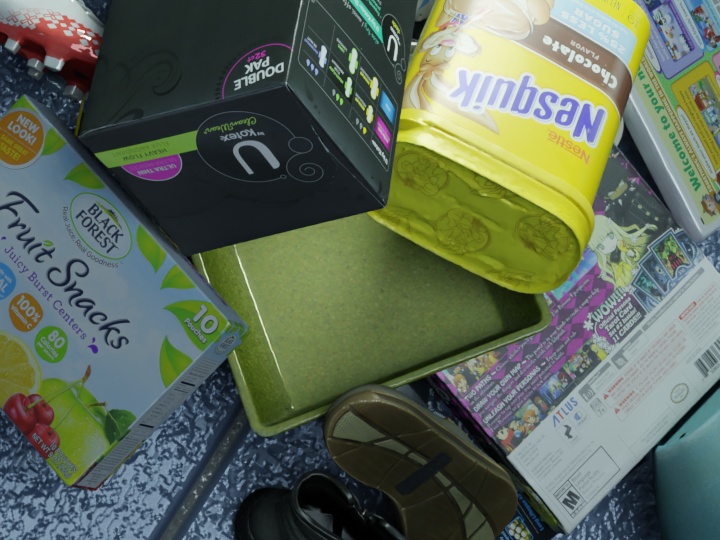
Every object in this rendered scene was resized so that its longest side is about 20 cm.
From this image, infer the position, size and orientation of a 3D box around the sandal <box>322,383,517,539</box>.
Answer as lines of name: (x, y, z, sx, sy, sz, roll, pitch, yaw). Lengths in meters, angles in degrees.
sandal: (0.037, 0.120, 1.640, 0.080, 0.054, 0.200, -34, 135, 10)

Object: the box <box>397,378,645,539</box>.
box: (0.075, 0.094, 1.741, 0.159, 0.046, 0.201, -38, 100, -17)

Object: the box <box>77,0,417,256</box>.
box: (-0.061, -0.134, 1.548, 0.124, 0.148, 0.201, 49, 39, -43)

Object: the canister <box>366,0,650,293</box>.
canister: (0.093, -0.103, 1.628, 0.148, 0.087, 0.201, 27, 51, -5)

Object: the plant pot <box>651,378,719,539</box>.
plant pot: (0.272, 0.138, 1.732, 0.200, 0.200, 0.135, -44, 96, -15)

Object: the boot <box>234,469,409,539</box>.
boot: (0.013, 0.204, 1.668, 0.200, 0.130, 0.068, 38, 70, -14)

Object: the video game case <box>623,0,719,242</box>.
video game case: (0.244, -0.148, 1.802, 0.182, 0.022, 0.201, -33, 100, -31)

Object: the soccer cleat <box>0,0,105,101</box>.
soccer cleat: (-0.204, -0.169, 1.615, 0.199, 0.069, 0.086, 23, 77, 14)

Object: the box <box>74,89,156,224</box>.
box: (-0.147, -0.039, 1.648, 0.070, 0.064, 0.202, 8, 85, 19)

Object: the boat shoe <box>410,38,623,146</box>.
boat shoe: (0.078, -0.120, 1.744, 0.199, 0.060, 0.072, 10, 118, -17)

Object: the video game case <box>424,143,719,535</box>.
video game case: (0.144, 0.041, 1.721, 0.200, 0.036, 0.181, -44, 103, -14)

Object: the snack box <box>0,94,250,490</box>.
snack box: (-0.183, 0.014, 1.588, 0.142, 0.053, 0.200, -45, 74, 4)

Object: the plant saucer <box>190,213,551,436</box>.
plant saucer: (0.000, 0.000, 1.664, 0.199, 0.048, 0.201, -20, 59, -2)

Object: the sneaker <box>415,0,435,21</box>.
sneaker: (0.067, -0.195, 1.740, 0.199, 0.072, 0.073, -27, 104, -15)
